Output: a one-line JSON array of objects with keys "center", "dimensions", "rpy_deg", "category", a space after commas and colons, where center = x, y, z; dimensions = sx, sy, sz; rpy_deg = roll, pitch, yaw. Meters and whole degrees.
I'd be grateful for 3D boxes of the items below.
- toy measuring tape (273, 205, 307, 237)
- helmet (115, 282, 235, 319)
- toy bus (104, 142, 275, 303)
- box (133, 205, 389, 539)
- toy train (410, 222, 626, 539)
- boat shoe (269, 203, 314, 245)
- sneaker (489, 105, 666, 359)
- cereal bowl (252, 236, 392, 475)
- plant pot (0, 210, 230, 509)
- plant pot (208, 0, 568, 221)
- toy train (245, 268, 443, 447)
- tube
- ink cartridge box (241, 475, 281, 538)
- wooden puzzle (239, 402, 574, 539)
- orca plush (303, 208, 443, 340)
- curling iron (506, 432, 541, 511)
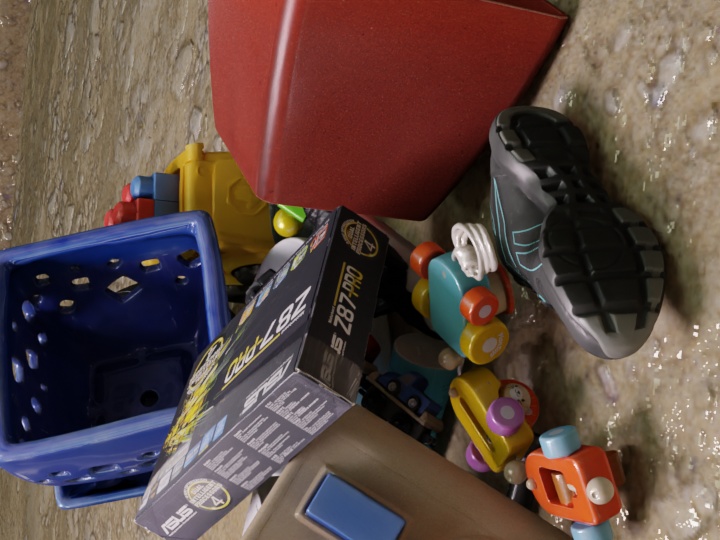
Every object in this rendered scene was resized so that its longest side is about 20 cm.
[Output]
[{"center": [-0.012, -0.114, 0.999], "dimensions": [0.200, 0.073, 0.074], "rpy_deg": [-57, 30, 3], "category": "toy measuring tape"}, {"center": [-0.205, 0.109, 1.238], "dimensions": [0.190, 0.200, 0.201], "rpy_deg": [2, 87, 44], "category": "helmet"}, {"center": [-0.157, -0.046, 1.163], "dimensions": [0.200, 0.191, 0.136], "rpy_deg": [152, 117, -62], "category": "toy bus"}, {"center": [-0.064, 0.072, 0.793], "dimensions": [0.200, 0.049, 0.161], "rpy_deg": [-44, 22, 36], "category": "box"}, {"center": [0.101, 0.063, 0.724], "dimensions": [0.150, 0.055, 0.201], "rpy_deg": [-21, 90, 67], "category": "toy train"}, {"center": [-0.034, -0.107, 1.066], "dimensions": [0.065, 0.074, 0.203], "rpy_deg": [-39, -44, -77], "category": "boat shoe"}, {"center": [0.126, -0.015, 0.725], "dimensions": [0.200, 0.075, 0.079], "rpy_deg": [-104, 17, -45], "category": "sneaker"}, {"center": [-0.029, 0.074, 0.997], "dimensions": [0.200, 0.083, 0.201], "rpy_deg": [-176, 90, -65], "category": "cereal bowl"}, {"center": [-0.200, 0.090, 1.039], "dimensions": [0.180, 0.199, 0.201], "rpy_deg": [81, 177, -58], "category": "plant pot"}, {"center": [-0.008, -0.147, 0.850], "dimensions": [0.200, 0.199, 0.177], "rpy_deg": [55, 132, 53], "category": "plant pot"}, {"center": [-0.010, 0.059, 0.868], "dimensions": [0.200, 0.034, 0.046], "rpy_deg": [39, 90, 32], "category": "toy train"}, {"center": [0.029, 0.146, 0.914], "dimensions": [0.077, 0.050, 0.201], "rpy_deg": [-87, 9, -66], "category": "tube"}, {"center": [-0.012, 0.233, 0.834], "dimensions": [0.084, 0.144, 0.200], "rpy_deg": [-111, 28, -44], "category": "ink cartridge box"}, {"center": [0.013, 0.198, 0.699], "dimensions": [0.200, 0.185, 0.046], "rpy_deg": [-57, -6, -19], "category": "wooden puzzle"}, {"center": [0.000, 0.000, 0.872], "dimensions": [0.071, 0.200, 0.105], "rpy_deg": [-56, -9, 8], "category": "orca plush"}, {"center": [0.092, 0.204, 0.781], "dimensions": [0.050, 0.025, 0.201], "rpy_deg": [-14, -60, -85], "category": "curling iron"}]
